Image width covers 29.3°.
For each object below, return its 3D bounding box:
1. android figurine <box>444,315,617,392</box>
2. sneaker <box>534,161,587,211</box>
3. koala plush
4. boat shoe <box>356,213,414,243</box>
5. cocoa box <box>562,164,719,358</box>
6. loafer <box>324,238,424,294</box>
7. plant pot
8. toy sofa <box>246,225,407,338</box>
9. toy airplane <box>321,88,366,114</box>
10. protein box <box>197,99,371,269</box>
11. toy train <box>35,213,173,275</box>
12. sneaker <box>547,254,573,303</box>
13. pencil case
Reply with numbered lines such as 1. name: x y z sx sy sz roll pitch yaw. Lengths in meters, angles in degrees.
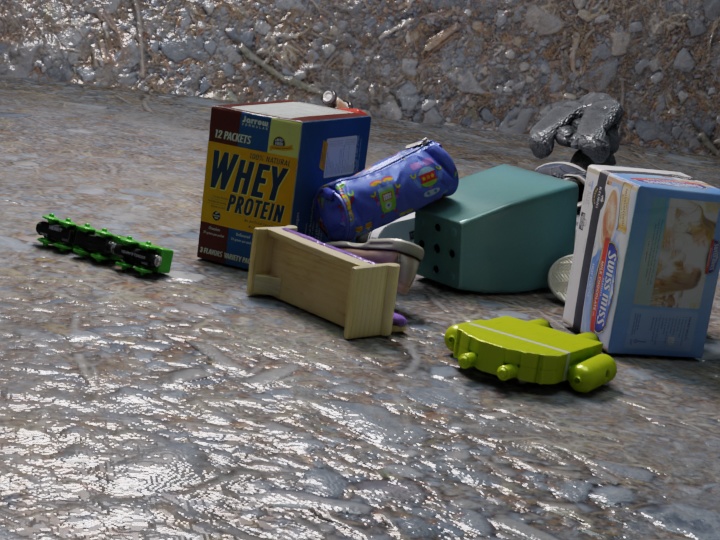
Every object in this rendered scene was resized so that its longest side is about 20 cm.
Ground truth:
1. android figurine: 0.176 0.086 1.460 0.181 0.041 0.199 16 14 30
2. sneaker: 0.387 -0.163 2.633 0.201 0.078 0.146 19 14 37
3. koala plush: 0.464 -0.234 2.770 0.176 0.201 0.184 8 42 40
4. boat shoe: 0.078 -0.057 1.976 0.198 0.074 0.068 -21 22 -35
5. cocoa box: 0.337 -0.011 1.627 0.132 0.202 0.131 4 14 -18
6. loafer: 0.000 0.000 1.681 0.071 0.063 0.199 21 -14 -32
7. plant pot: 0.171 -0.048 1.846 0.199 0.143 0.141 -14 23 -40
8. toy sofa: -0.034 0.009 1.574 0.097 0.084 0.199 -4 17 -40
9. toy airplane: -0.098 -0.232 2.561 0.198 0.142 0.199 -6 -22 -19
10. protein box: -0.097 -0.112 1.807 0.134 0.201 0.200 13 13 24
11. toy train: -0.314 -0.032 1.689 0.199 0.042 0.056 15 4 30
12. sneaker: 0.343 0.028 1.791 0.199 0.076 0.084 12 -5 32
13. pencil case: 0.034 -0.104 1.756 0.199 0.088 0.078 -26 28 -29
